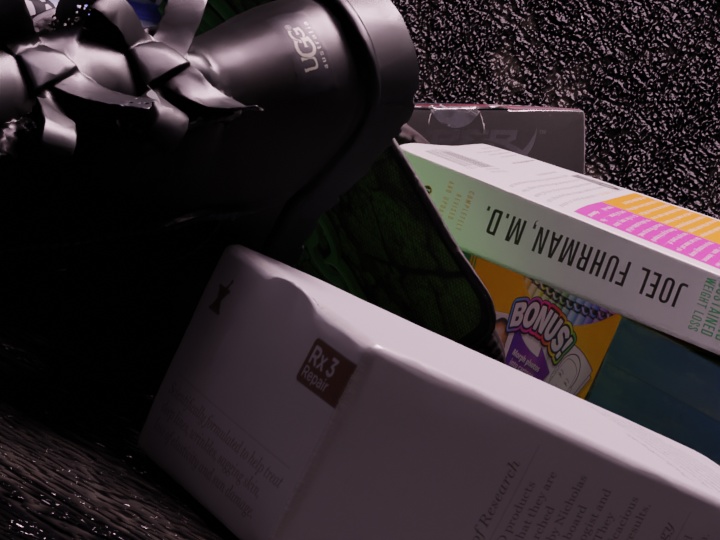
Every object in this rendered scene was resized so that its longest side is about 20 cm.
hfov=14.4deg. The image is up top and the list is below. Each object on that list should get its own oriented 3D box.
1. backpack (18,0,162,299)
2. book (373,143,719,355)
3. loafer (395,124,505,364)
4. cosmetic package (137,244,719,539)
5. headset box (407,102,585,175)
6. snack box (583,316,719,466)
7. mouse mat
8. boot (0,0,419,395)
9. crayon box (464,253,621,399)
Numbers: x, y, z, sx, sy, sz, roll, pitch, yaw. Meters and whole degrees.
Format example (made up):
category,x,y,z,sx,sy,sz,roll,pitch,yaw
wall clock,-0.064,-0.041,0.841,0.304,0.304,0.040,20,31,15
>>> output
category,x,y,z,sx,sy,sz,roll,pitch,yaw
backpack,-0.164,-0.086,0.960,0.190,0.155,0.200,18,2,28
book,0.115,0.002,1.018,0.199,0.048,0.134,22,7,14
loafer,0.000,0.000,1.147,0.071,0.073,0.200,35,-21,32
cosmetic package,0.043,0.070,0.845,0.199,0.074,0.102,23,5,-30
headset box,0.006,-0.044,1.386,0.148,0.075,0.200,-1,4,-30
snack box,0.197,0.097,1.048,0.200,0.068,0.168,20,6,-46
mouse mat,-0.036,-0.043,1.013,0.201,0.008,0.161,59,-30,3
boot,-0.088,-0.017,0.841,0.162,0.198,0.074,-12,66,-38
crayon box,0.097,0.043,1.215,0.058,0.119,0.200,25,4,-27
